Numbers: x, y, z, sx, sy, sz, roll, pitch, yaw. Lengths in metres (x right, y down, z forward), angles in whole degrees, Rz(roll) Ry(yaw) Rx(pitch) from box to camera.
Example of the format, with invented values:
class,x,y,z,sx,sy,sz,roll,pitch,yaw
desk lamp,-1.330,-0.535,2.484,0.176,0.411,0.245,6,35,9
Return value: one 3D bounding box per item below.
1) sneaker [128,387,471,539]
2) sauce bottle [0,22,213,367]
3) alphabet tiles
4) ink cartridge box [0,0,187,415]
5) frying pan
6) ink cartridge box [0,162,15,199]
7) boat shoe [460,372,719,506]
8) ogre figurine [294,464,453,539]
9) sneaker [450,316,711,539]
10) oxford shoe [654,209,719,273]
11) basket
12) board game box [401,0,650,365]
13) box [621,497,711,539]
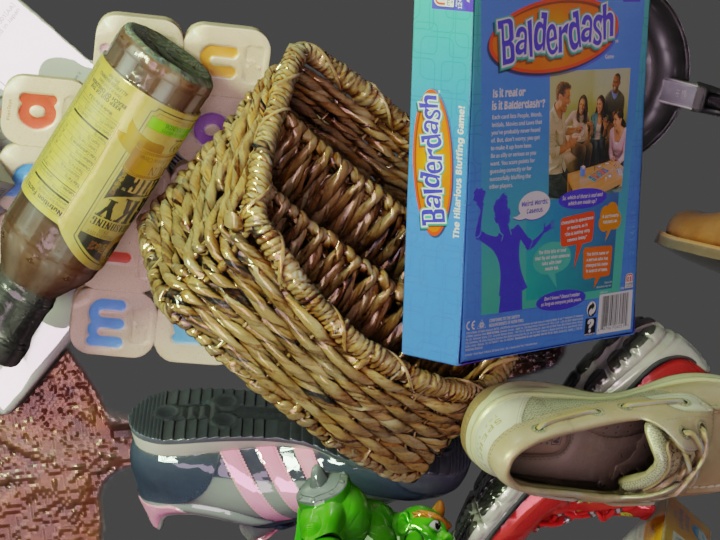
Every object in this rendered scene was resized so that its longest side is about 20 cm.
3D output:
class,x,y,z,sx,sy,sz,roll,pitch,yaw
sneaker,-0.035,0.120,1.455,0.199,0.070,0.082,6,120,8
sauce bottle,-0.155,-0.038,1.373,0.065,0.065,0.200,34,105,3
alphabet tiles,-0.108,-0.045,1.415,0.194,0.015,0.201,5,109,-7
ink cartridge box,-0.209,-0.047,1.458,0.176,0.045,0.200,41,102,0
frying pan,0.157,-0.092,1.405,0.190,0.031,0.115,38,103,5
ink cartridge box,-0.286,-0.092,1.418,0.099,0.039,0.200,-42,69,17
boat shoe,0.155,0.098,1.350,0.199,0.065,0.073,4,110,-21
ogre figurine,0.000,0.183,1.378,0.098,0.200,0.121,-18,60,39
sneaker,0.125,0.121,1.419,0.085,0.077,0.200,41,105,-8
oxford shoe,0.238,-0.023,1.342,0.071,0.200,0.072,19,82,-35
basket,0.000,0.000,1.351,0.200,0.143,0.149,38,104,-26
board game box,0.090,-0.059,1.330,0.045,0.152,0.201,11,102,43
box,0.118,0.220,1.409,0.041,0.119,0.200,40,103,1
